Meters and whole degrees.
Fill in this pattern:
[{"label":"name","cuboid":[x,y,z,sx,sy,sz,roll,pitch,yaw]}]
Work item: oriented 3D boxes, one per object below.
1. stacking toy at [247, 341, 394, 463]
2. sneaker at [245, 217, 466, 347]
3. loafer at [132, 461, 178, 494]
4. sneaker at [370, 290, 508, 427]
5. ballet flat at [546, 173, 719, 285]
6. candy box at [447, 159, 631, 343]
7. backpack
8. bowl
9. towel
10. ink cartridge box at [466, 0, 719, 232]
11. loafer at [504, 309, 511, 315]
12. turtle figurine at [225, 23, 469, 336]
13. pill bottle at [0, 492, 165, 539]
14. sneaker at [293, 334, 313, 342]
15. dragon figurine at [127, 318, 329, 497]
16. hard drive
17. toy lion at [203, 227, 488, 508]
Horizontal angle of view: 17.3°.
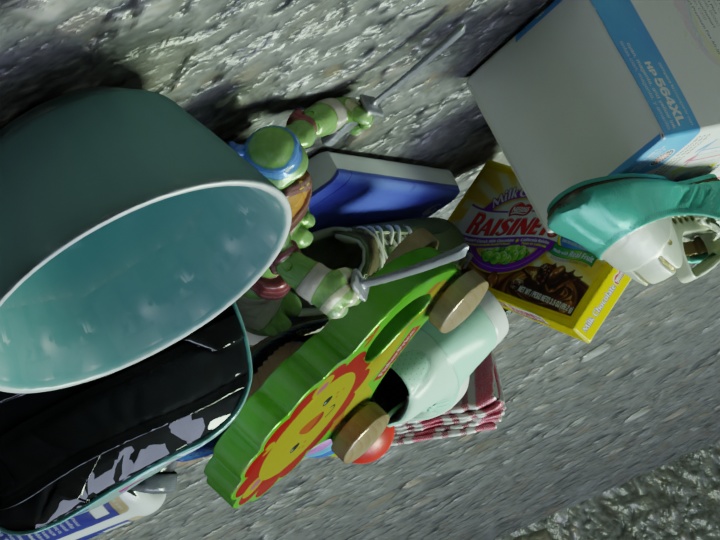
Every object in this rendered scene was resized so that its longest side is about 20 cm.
[{"label":"stacking toy","cuboid":[-0.022,0.113,1.811,0.085,0.085,0.200,-30,158,11]},{"label":"sneaker","cuboid":[0.000,0.000,1.694,0.200,0.067,0.090,-17,168,-24]},{"label":"loafer","cuboid":[-0.224,0.111,1.687,0.200,0.063,0.072,12,-178,2]},{"label":"sneaker","cuboid":[0.028,0.083,1.781,0.118,0.074,0.200,-35,170,-26]},{"label":"ballet flat","cuboid":[0.199,-0.026,1.561,0.067,0.070,0.200,-37,162,33]},{"label":"candy box","cuboid":[0.130,-0.017,1.738,0.026,0.200,0.102,42,79,-34]},{"label":"backpack","cuboid":[-0.174,0.054,1.477,0.200,0.176,0.153,-27,-178,-6]},{"label":"bowl","cuboid":[-0.149,-0.029,1.335,0.201,0.105,0.201,-26,159,-10]},{"label":"towel","cuboid":[0.020,0.103,2.006,0.200,0.030,0.146,-9,-157,1]},{"label":"ink cartridge box","cuboid":[0.201,-0.122,1.626,0.200,0.125,0.129,-12,159,-44]},{"label":"loafer","cuboid":[0.057,0.028,2.025,0.200,0.073,0.072,-20,-176,-1]},{"label":"turtle figurine","cuboid":[-0.016,-0.033,1.509,0.200,0.144,0.194,-19,165,-17]},{"label":"pill bottle","cuboid":[-0.257,0.162,1.788,0.200,0.116,0.116,-23,167,11]},{"label":"sneaker","cuboid":[-0.073,0.071,1.810,0.083,0.072,0.200,-13,149,1]},{"label":"dragon figurine","cuboid":[-0.110,0.092,1.605,0.200,0.100,0.059,-10,154,-19]},{"label":"hard drive","cuboid":[-0.024,-0.037,1.717,0.132,0.025,0.200,-34,164,22]},{"label":"toy lion","cuboid":[-0.020,0.072,1.597,0.200,0.069,0.192,-54,165,20]}]
